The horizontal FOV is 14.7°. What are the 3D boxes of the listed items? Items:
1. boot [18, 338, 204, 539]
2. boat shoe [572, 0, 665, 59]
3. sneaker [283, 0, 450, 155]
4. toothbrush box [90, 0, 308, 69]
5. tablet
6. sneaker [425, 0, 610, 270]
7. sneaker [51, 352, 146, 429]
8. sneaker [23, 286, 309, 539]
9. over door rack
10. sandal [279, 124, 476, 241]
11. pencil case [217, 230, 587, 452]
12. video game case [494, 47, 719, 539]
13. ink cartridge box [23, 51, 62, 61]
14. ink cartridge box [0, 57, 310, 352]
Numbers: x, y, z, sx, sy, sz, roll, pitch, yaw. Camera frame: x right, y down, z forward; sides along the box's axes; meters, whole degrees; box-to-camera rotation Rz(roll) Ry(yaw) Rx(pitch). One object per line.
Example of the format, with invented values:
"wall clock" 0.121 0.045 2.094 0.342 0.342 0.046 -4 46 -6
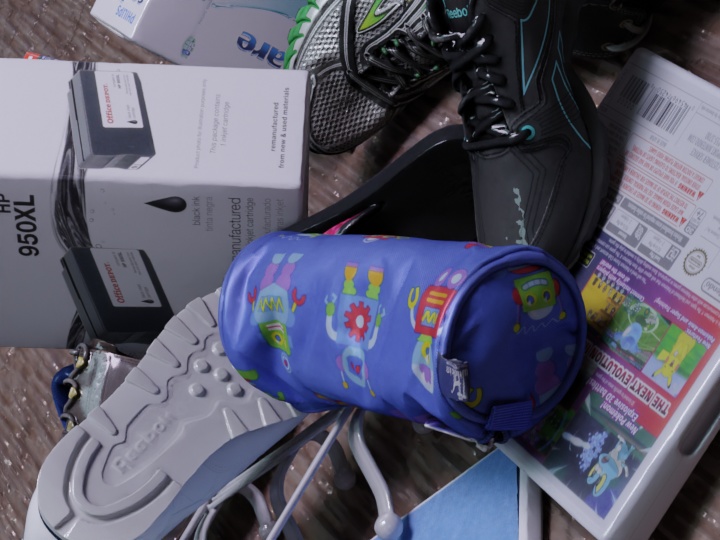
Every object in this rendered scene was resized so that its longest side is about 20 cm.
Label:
"boot" -0.153 0.122 1.440 0.069 0.199 0.175 68 -149 -79
"boat shoe" 0.116 -0.135 1.301 0.199 0.068 0.072 -8 25 46
"sneaker" 0.029 -0.130 1.427 0.200 0.078 0.085 -48 31 29
"toothbrush box" -0.033 -0.189 1.518 0.201 0.146 0.085 -64 25 3
"tablet" 0.017 0.168 1.254 0.200 0.014 0.131 -40 35 42
"sneaker" 0.060 -0.090 1.227 0.075 0.079 0.201 -12 73 45
"sneaker" -0.122 0.055 1.531 0.075 0.088 0.201 -39 34 43
"sneaker" -0.083 0.076 1.315 0.200 0.076 0.081 -35 -18 -32
"over door rack" -0.056 0.140 1.294 0.148 0.067 0.200 -38 2 42
"sandal" 0.000 0.000 1.369 0.200 0.075 0.045 -40 31 36
"pencil case" 0.016 0.028 1.219 0.200 0.078 0.087 6 89 56
"video game case" 0.118 0.007 1.187 0.183 0.023 0.200 -57 27 4
"ink cartridge box" -0.158 -0.089 1.702 0.051 0.109 0.200 -65 26 -2
"ink cartridge box" -0.127 -0.031 1.439 0.145 0.199 0.085 92 -179 -51
